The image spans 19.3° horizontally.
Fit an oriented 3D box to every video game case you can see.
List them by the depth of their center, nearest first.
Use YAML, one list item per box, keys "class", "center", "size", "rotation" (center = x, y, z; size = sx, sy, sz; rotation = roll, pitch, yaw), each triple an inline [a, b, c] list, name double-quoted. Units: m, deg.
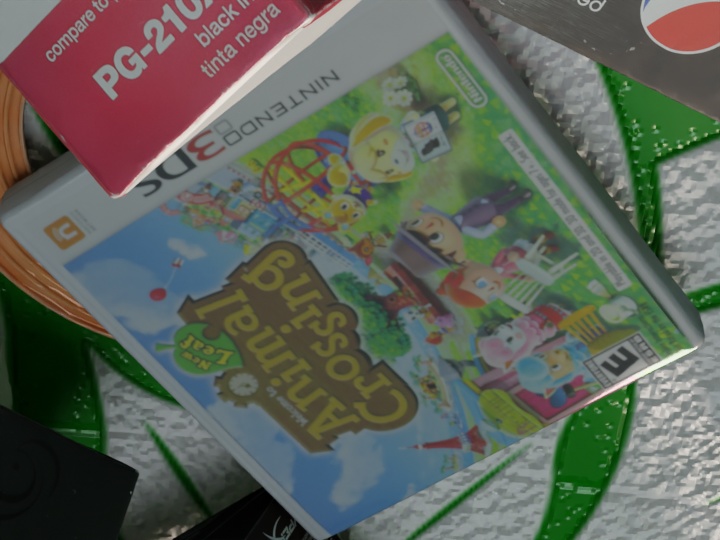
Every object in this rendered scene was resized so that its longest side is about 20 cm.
- class: "video game case"
  center: [0.000, 0.000, 0.773]
  size: [0.181, 0.022, 0.200]
  rotation: [-29, 123, 21]

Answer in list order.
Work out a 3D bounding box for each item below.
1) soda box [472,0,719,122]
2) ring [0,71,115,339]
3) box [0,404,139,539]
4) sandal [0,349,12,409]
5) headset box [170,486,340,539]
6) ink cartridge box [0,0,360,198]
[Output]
- class: "soda box"
  center: [0.074, -0.115, 0.678]
  size: [0.199, 0.064, 0.071]
  rotation: [24, 125, -17]
- class: "ring"
  center: [-0.055, -0.051, 0.759]
  size: [0.198, 0.019, 0.202]
  rotation: [0, 127, 0]
- class: "box"
  center: [-0.191, 0.150, 0.771]
  size: [0.124, 0.202, 0.148]
  rotation: [29, 152, -26]
- class: "sandal"
  center: [-0.177, 0.007, 0.767]
  size: [0.078, 0.059, 0.208]
  rotation: [4, 131, 22]
- class: "headset box"
  center: [-0.039, 0.209, 0.882]
  size: [0.148, 0.077, 0.201]
  rotation: [-32, 98, 23]
- class: "ink cartridge box"
  center: [-0.076, -0.140, 0.565]
  size: [0.084, 0.145, 0.200]
  rotation: [-38, 95, 30]
